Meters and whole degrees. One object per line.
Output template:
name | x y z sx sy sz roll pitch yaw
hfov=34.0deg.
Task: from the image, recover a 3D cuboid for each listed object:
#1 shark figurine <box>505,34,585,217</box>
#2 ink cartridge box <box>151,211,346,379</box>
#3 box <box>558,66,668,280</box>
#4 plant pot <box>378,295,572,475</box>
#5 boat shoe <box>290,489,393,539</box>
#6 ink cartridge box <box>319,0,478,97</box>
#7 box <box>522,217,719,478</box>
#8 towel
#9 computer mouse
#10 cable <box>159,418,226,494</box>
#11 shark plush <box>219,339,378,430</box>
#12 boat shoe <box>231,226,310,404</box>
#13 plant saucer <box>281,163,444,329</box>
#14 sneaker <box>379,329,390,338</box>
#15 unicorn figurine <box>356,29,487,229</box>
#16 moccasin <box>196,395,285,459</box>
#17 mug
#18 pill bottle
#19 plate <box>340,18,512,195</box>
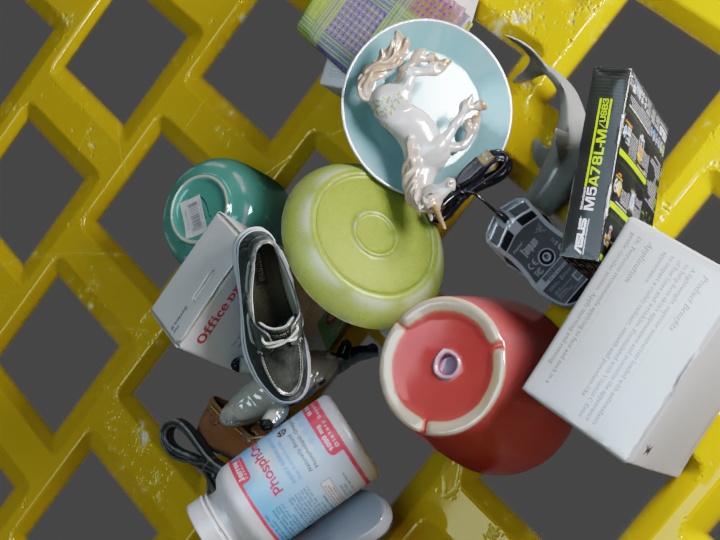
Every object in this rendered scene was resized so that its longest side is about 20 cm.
shark figurine | 0.220 -0.161 1.318 0.127 0.089 0.218 -5 78 25
ink cartridge box | -0.121 0.043 1.374 0.146 0.199 0.087 -55 46 7
box | 0.266 -0.084 1.211 0.047 0.200 0.196 10 84 27
plant pot | 0.119 0.113 1.254 0.198 0.177 0.203 -6 75 25
boat shoe | -0.028 0.313 1.341 0.201 0.086 0.075 -26 36 32
ink cartridge box | 0.053 -0.299 1.436 0.144 0.085 0.202 16 87 29
box | 0.290 0.082 1.160 0.130 0.200 0.200 35 94 31
towel | 0.024 -0.289 1.390 0.200 0.023 0.144 41 99 28
computer mouse | 0.177 -0.037 1.303 0.200 0.044 0.110 43 93 -4
cable | -0.176 0.243 1.392 0.200 0.050 0.097 50 119 22
shark plush | -0.075 0.120 1.372 0.199 0.084 0.091 -34 72 -24
boat shoe | -0.097 0.056 1.259 0.071 0.071 0.202 -18 106 -11
plant saucer | 0.011 -0.035 1.282 0.031 0.198 0.202 -44 56 53
sneaker | 0.000 0.000 1.343 0.099 0.075 0.202 -34 73 31
unicorn figurine | 0.071 -0.151 1.278 0.137 0.074 0.200 -41 79 -9
moccasin | -0.109 0.203 1.415 0.200 0.073 0.079 19 95 37
mug | -0.161 -0.057 1.473 0.184 0.114 0.153 25 90 30
pill bottle | -0.087 0.236 1.294 0.199 0.109 0.109 -35 64 -5
plate | 0.073 -0.180 1.321 0.197 0.026 0.203 1 87 -11
